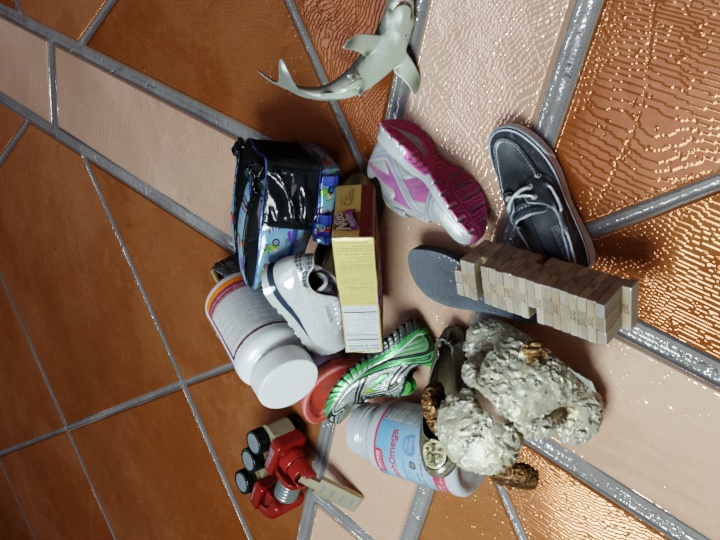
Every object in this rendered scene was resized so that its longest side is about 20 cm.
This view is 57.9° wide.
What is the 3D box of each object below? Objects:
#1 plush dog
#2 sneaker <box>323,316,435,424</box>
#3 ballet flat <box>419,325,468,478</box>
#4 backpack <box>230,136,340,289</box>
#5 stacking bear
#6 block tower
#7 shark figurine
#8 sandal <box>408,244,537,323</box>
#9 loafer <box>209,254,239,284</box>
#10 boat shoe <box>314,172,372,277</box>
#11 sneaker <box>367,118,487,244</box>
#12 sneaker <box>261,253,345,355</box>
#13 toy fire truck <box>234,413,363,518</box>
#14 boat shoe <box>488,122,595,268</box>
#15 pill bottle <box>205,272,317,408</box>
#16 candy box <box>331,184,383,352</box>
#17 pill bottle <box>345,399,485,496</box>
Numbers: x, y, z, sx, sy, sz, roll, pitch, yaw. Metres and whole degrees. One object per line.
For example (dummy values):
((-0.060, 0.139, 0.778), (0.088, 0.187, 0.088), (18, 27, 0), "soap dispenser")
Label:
((0.167, 0.162, 0.768), (0.200, 0.160, 0.172), (39, 91, 22), "plush dog")
((0.028, 0.160, 0.940), (0.200, 0.078, 0.085), (-42, 80, 14), "sneaker")
((0.109, 0.168, 0.857), (0.067, 0.046, 0.201), (-1, 66, 35), "ballet flat")
((-0.117, -0.077, 0.940), (0.183, 0.133, 0.202), (-131, 46, -62), "backpack")
((-0.101, 0.127, 1.055), (0.121, 0.114, 0.200), (-43, 57, -3), "stacking bear")
((0.197, 0.020, 0.716), (0.199, 0.058, 0.054), (18, 133, 42), "block tower")
((-0.013, -0.264, 0.841), (0.129, 0.214, 0.090), (59, -179, -32), "shark figurine")
((0.154, 0.017, 0.847), (0.199, 0.043, 0.077), (20, 126, 23), "sandal")
((-0.204, 0.071, 1.145), (0.073, 0.072, 0.201), (-27, 88, 42), "loafer")
((-0.018, -0.050, 0.956), (0.073, 0.063, 0.202), (-112, 38, -53), "boat shoe")
((0.082, -0.102, 0.838), (0.200, 0.081, 0.088), (53, 134, 23), "sneaker")
((-0.055, 0.051, 0.898), (0.080, 0.200, 0.077), (-22, 49, 15), "sneaker")
((-0.111, 0.381, 1.165), (0.200, 0.128, 0.177), (45, 130, 32), "toy fire truck")
((0.198, -0.076, 0.749), (0.072, 0.068, 0.201), (-26, 88, 43), "boat shoe")
((-0.146, 0.100, 0.956), (0.200, 0.109, 0.110), (49, 134, 41), "pill bottle")
((0.000, 0.000, 0.875), (0.056, 0.117, 0.201), (-1, 131, 3), "candy box")
((0.079, 0.249, 0.944), (0.199, 0.108, 0.110), (3, 108, 40), "pill bottle")
